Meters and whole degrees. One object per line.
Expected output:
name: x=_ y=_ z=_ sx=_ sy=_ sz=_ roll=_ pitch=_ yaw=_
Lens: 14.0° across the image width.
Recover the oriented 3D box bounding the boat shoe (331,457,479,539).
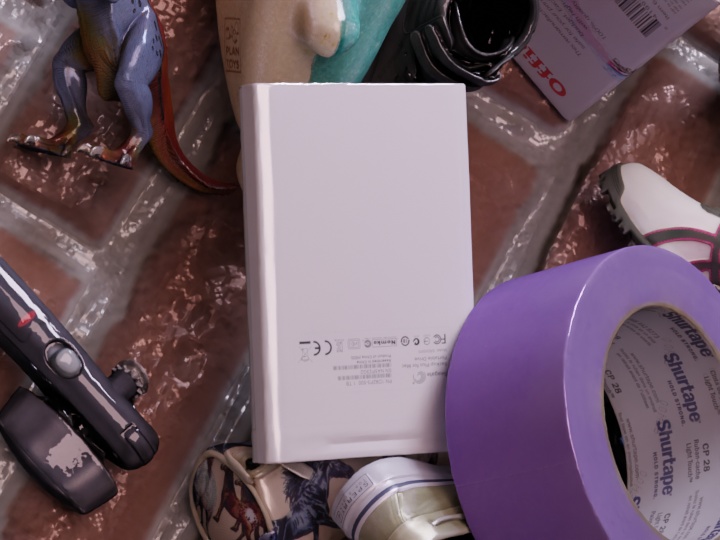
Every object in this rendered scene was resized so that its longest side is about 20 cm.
boat shoe: x=0.061 y=0.145 z=1.627 sx=0.200 sy=0.072 sz=0.062 roll=4 pitch=40 yaw=-52

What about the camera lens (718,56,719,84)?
camera lens: x=0.326 y=-0.094 z=1.795 sx=0.160 sy=0.160 sz=0.201 roll=-30 pitch=87 yaw=-27

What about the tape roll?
tape roll: x=0.141 y=0.092 z=1.613 sx=0.200 sy=0.085 sz=0.201 roll=19 pitch=64 yaw=-46

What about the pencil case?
pencil case: x=0.004 y=0.100 z=1.644 sx=0.199 sy=0.090 sz=0.078 roll=-25 pitch=71 yaw=-27

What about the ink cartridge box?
ink cartridge box: x=0.162 y=-0.214 z=1.743 sx=0.146 sy=0.200 sz=0.147 roll=-42 pitch=92 yaw=-28

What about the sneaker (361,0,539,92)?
sneaker: x=0.033 y=-0.107 z=1.680 sx=0.071 sy=0.099 sz=0.201 roll=30 pitch=95 yaw=-16

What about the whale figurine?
whale figurine: x=-0.024 y=-0.134 z=1.662 sx=0.103 sy=0.159 sz=0.201 roll=2 pitch=93 yaw=-21

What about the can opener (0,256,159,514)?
can opener: x=-0.184 y=0.036 z=1.603 sx=0.079 sy=0.063 sz=0.200 roll=-37 pitch=90 yaw=-26

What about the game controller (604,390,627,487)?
game controller: x=0.205 y=0.131 z=1.723 sx=0.104 sy=0.042 sz=0.201 roll=-31 pitch=81 yaw=11

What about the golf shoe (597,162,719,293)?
golf shoe: x=0.229 y=-0.009 z=1.743 sx=0.200 sy=0.077 sz=0.088 roll=44 pitch=104 yaw=22

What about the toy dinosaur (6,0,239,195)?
toy dinosaur: x=-0.148 y=-0.153 z=1.649 sx=0.200 sy=0.105 sz=0.183 roll=17 pitch=84 yaw=-51

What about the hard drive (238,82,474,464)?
hard drive: x=0.000 y=0.000 z=1.588 sx=0.131 sy=0.026 sz=0.201 roll=-2 pitch=89 yaw=-29
